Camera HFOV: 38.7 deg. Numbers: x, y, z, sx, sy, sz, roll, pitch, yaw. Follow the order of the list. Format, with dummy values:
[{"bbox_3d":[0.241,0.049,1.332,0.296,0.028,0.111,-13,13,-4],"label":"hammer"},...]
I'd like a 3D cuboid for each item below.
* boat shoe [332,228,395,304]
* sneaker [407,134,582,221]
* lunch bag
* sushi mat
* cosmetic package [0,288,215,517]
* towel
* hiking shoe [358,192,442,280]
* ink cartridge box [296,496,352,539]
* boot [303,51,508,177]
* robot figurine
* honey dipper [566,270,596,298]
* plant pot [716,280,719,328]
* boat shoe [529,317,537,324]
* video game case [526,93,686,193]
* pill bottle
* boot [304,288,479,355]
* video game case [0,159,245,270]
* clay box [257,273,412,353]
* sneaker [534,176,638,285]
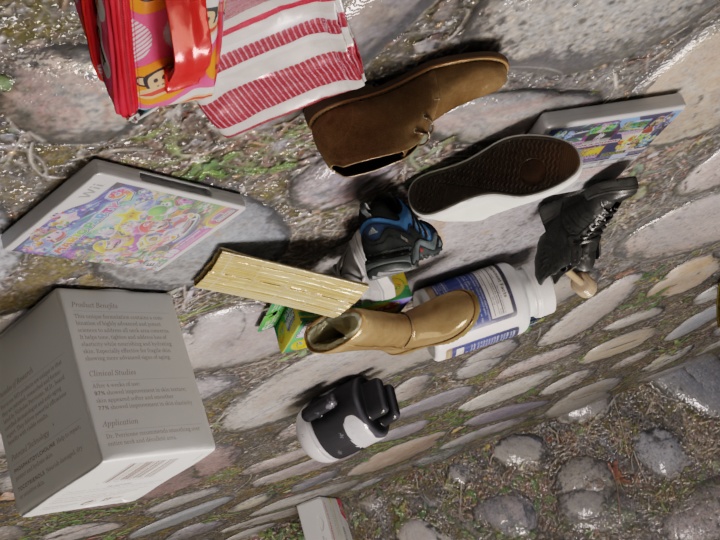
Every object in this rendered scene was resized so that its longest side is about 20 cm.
[{"bbox_3d":[0.000,0.000,1.290,0.068,0.073,0.200,-20,169,1],"label":"boat shoe"},{"bbox_3d":[0.157,-0.102,1.164,0.197,0.074,0.084,-11,168,20],"label":"sneaker"},{"bbox_3d":[-0.114,-0.177,0.536,0.081,0.178,0.201,-14,159,-15],"label":"lunch bag"},{"bbox_3d":[-0.093,0.017,1.222,0.197,0.012,0.096,14,146,-28],"label":"sushi mat"},{"bbox_3d":[-0.297,0.147,1.164,0.165,0.203,0.166,-34,156,33],"label":"cosmetic package"},{"bbox_3d":[-0.074,-0.173,0.819,0.142,0.023,0.200,-21,161,3],"label":"towel"},{"bbox_3d":[0.048,-0.050,1.183,0.073,0.088,0.200,-13,-174,14],"label":"hiking shoe"},{"bbox_3d":[-0.104,0.751,3.019,0.082,0.147,0.200,-22,160,10],"label":"ink cartridge box"},{"bbox_3d":[0.052,-0.142,0.947,0.197,0.076,0.074,-20,159,-6],"label":"boot"},{"bbox_3d":[-0.026,0.270,1.880,0.198,0.151,0.125,-29,-165,22],"label":"robot figurine"},{"bbox_3d":[0.351,0.010,1.698,0.038,0.038,0.199,-27,158,19],"label":"honey dipper"},{"bbox_3d":[0.825,0.072,2.148,0.139,0.204,0.200,2,164,12],"label":"plant pot"},{"bbox_3d":[0.209,0.067,1.654,0.196,0.085,0.069,-3,139,-7],"label":"boat shoe"},{"bbox_3d":[0.264,-0.144,1.232,0.197,0.023,0.183,-11,158,-23],"label":"video game case"},{"bbox_3d":[0.186,0.054,1.536,0.197,0.112,0.111,-18,160,-7],"label":"pill bottle"},{"bbox_3d":[0.048,0.073,1.375,0.174,0.067,0.199,-31,158,27],"label":"boot"},{"bbox_3d":[-0.226,-0.048,1.000,0.142,0.018,0.199,-31,158,28],"label":"video game case"},{"bbox_3d":[-0.038,0.061,1.426,0.197,0.048,0.115,-13,159,-24],"label":"clay box"},{"bbox_3d":[0.297,-0.049,1.347,0.059,0.106,0.199,-9,173,-34],"label":"sneaker"}]
